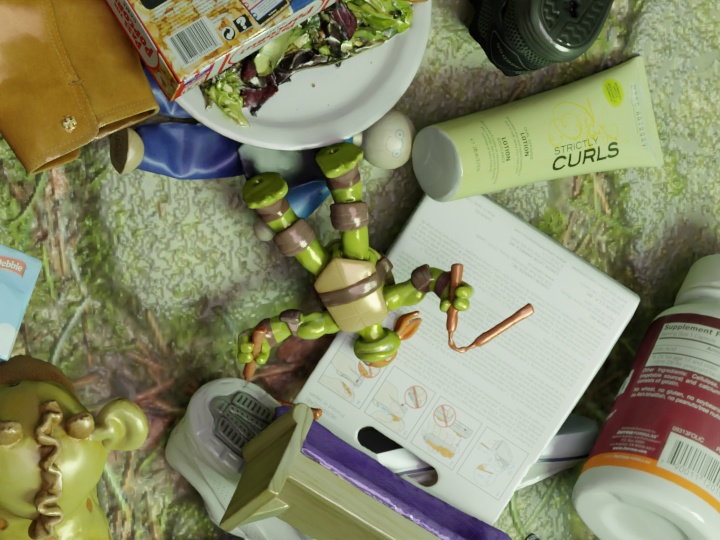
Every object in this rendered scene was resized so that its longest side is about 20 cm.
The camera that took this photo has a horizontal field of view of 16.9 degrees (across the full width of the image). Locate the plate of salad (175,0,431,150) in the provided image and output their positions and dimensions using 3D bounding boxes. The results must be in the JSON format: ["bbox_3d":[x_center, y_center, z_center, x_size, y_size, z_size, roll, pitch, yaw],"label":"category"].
[{"bbox_3d":[-0.047,-0.176,1.526,0.199,0.048,0.201,2,82,-17],"label":"plate of salad"}]

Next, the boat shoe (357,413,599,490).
[{"bbox_3d":[0.068,0.150,1.656,0.201,0.075,0.086,-8,105,-16],"label":"boat shoe"}]

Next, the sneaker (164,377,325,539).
[{"bbox_3d":[-0.045,0.156,1.600,0.200,0.099,0.078,44,55,-3],"label":"sneaker"}]

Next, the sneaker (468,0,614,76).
[{"bbox_3d":[0.135,-0.202,1.607,0.076,0.114,0.200,44,57,-19],"label":"sneaker"}]

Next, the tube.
[{"bbox_3d":[0.125,-0.091,1.617,0.199,0.052,0.058,-15,137,-37],"label":"tube"}]

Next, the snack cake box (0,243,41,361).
[{"bbox_3d":[-0.305,-0.009,1.450,0.199,0.115,0.067,23,79,-23],"label":"snack cake box"}]

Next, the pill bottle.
[{"bbox_3d":[0.232,0.095,1.652,0.114,0.114,0.200,41,61,-24],"label":"pill bottle"}]

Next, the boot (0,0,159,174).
[{"bbox_3d":[-0.229,-0.123,1.458,0.201,0.071,0.144,-19,82,-23],"label":"boot"}]

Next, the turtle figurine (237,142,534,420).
[{"bbox_3d":[0.000,0.000,1.557,0.199,0.064,0.162,-16,114,15],"label":"turtle figurine"}]

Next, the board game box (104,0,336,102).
[{"bbox_3d":[-0.105,-0.227,1.472,0.151,0.046,0.200,-32,88,-15],"label":"board game box"}]

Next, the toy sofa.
[{"bbox_3d":[0.022,0.156,1.524,0.200,0.083,0.098,32,59,-11],"label":"toy sofa"}]

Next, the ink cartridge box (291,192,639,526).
[{"bbox_3d":[0.068,0.059,1.620,0.162,0.050,0.200,33,93,0],"label":"ink cartridge box"}]

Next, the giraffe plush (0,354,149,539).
[{"bbox_3d":[-0.206,0.125,1.456,0.172,0.200,0.163,-27,141,-33],"label":"giraffe plush"}]

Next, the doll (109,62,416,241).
[{"bbox_3d":[-0.060,-0.087,1.565,0.199,0.048,0.137,1,94,-20],"label":"doll"}]

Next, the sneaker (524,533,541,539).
[{"bbox_3d":[0.084,0.272,1.687,0.114,0.075,0.201,-24,136,-41],"label":"sneaker"}]
